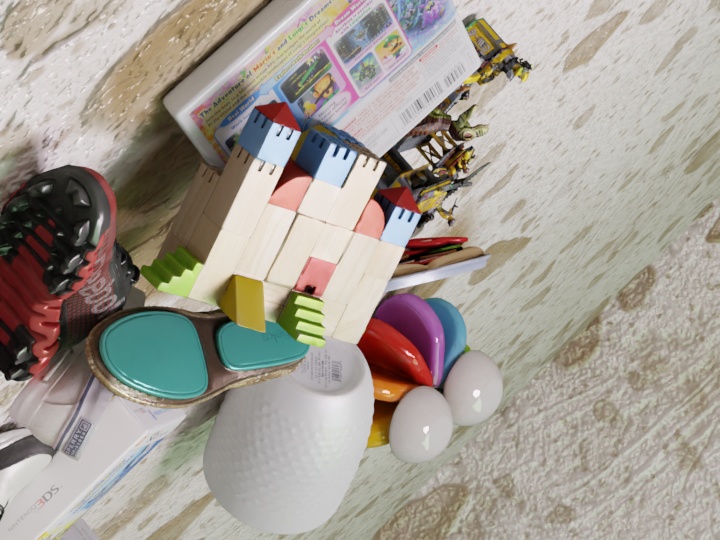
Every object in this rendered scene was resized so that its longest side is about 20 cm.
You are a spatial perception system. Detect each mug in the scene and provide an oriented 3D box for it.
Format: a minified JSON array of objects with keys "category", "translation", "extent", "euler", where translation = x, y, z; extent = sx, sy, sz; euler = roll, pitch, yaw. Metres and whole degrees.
[{"category":"mug","translation":[-0.055,0.125,1.853],"extent":[0.201,0.146,0.176],"euler":[-72,-176,-46]}]

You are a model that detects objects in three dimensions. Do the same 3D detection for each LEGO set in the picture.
[{"category":"LEGO set","translation":[0.064,-0.104,1.493],"extent":[0.154,0.116,0.200],"euler":[-46,167,24]}]

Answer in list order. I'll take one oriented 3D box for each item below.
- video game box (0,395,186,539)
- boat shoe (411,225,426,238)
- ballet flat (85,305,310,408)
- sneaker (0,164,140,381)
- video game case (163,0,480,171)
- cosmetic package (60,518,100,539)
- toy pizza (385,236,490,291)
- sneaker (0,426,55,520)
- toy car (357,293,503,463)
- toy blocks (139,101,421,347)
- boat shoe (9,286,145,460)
[{"category":"video game box","translation":[-0.241,0.179,1.591],"extent":[0.200,0.047,0.182],"euler":[-44,174,4]},{"category":"boat shoe","translation":[-0.013,-0.009,1.638],"extent":[0.201,0.086,0.075],"euler":[-30,161,-45]},{"category":"ballet flat","translation":[-0.118,0.059,1.280],"extent":[0.065,0.071,0.199],"euler":[-19,168,40]},{"category":"sneaker","translation":[-0.180,-0.010,1.193],"extent":[0.098,0.071,0.201],"euler":[-33,165,-35]},{"category":"video game case","translation":[-0.019,-0.127,1.280],"extent":[0.200,0.024,0.182],"euler":[-42,146,-5]},{"category":"cosmetic package","translation":[-0.310,0.300,1.697],"extent":[0.199,0.102,0.074],"euler":[-29,160,-42]},{"category":"toy pizza","translation":[0.000,0.000,1.454],"extent":[0.198,0.032,0.200],"euler":[-11,-178,0]},{"category":"sneaker","translation":[-0.305,0.198,1.452],"extent":[0.200,0.080,0.074],"euler":[-39,164,-23]},{"category":"toy car","translation":[0.045,0.100,2.052],"extent":[0.199,0.174,0.151],"euler":[-31,126,-40]},{"category":"toy blocks","translation":[-0.039,-0.036,1.265],"extent":[0.199,0.100,0.138],"euler":[17,105,-41]},{"category":"boat shoe","translation":[-0.199,0.056,1.320],"extent":[0.071,0.069,0.200],"euler":[-58,-170,26]}]
